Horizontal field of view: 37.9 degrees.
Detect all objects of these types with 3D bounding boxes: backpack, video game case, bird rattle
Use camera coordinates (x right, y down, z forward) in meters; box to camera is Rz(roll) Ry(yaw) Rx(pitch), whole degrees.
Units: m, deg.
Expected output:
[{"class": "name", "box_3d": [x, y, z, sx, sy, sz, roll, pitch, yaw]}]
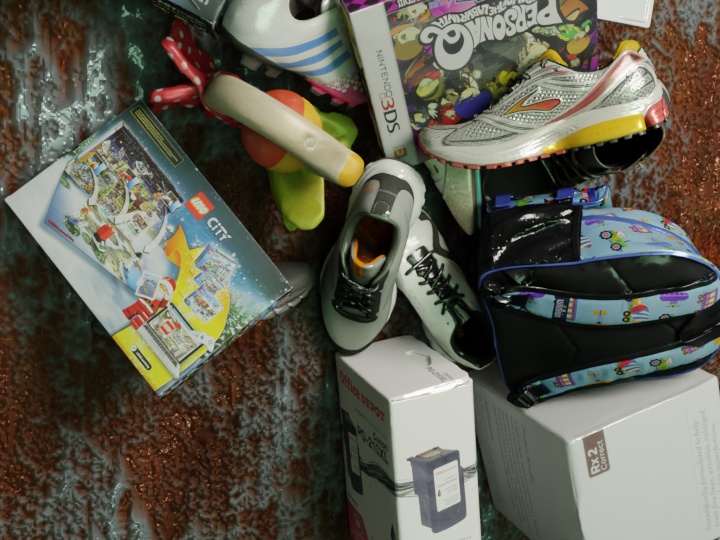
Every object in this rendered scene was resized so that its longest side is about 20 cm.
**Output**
[{"class": "backpack", "box_3d": [0.211, 0.016, 0.916, 0.198, 0.135, 0.183, -8, 133, 15]}, {"class": "video game case", "box_3d": [0.096, -0.179, 0.853, 0.198, 0.036, 0.182, -19, 142, -1]}, {"class": "bird rattle", "box_3d": [-0.073, -0.125, 0.845, 0.200, 0.163, 0.113, 41, 83, -29]}]

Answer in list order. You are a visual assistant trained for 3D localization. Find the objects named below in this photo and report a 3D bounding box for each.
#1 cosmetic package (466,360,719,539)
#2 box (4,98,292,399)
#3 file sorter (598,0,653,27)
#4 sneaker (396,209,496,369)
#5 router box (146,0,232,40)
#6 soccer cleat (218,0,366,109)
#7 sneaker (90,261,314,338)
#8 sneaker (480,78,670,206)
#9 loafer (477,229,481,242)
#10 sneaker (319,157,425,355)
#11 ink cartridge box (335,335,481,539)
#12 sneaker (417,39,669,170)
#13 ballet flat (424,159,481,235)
[{"class": "cosmetic package", "box_3d": [0.228, 0.171, 1.015, 0.164, 0.200, 0.166, -20, 110, -16]}, {"class": "box", "box_3d": [-0.168, -0.018, 0.845, 0.136, 0.038, 0.200, -38, 85, -12]}, {"class": "file sorter", "box_3d": [0.146, -0.296, 0.910, 0.198, 0.124, 0.140, 3, 101, -23]}, {"class": "sneaker", "box_3d": [0.072, 0.011, 0.980, 0.074, 0.080, 0.200, -40, 112, -7]}, {"class": "router box", "box_3d": [-0.132, -0.303, 0.800, 0.149, 0.062, 0.201, 26, 91, -4]}, {"class": "soccer cleat", "box_3d": [-0.028, -0.189, 0.846, 0.087, 0.070, 0.199, -51, 155, 18]}, {"class": "sneaker", "box_3d": [-0.133, 0.004, 0.899, 0.198, 0.076, 0.092, -8, 97, -24]}, {"class": "sneaker", "box_3d": [0.181, -0.104, 0.940, 0.199, 0.106, 0.075, -32, 102, 27]}, {"class": "loafer", "box_3d": [0.205, -0.016, 1.042, 0.199, 0.068, 0.071, 22, 63, -20]}, {"class": "sneaker", "box_3d": [0.000, 0.000, 0.916, 0.073, 0.080, 0.201, 18, 128, 4]}, {"class": "ink cartridge box", "box_3d": [0.043, 0.179, 0.971, 0.084, 0.145, 0.202, -10, 106, -20]}, {"class": "sneaker", "box_3d": [0.142, -0.133, 0.851, 0.198, 0.078, 0.083, -14, 98, 13]}, {"class": "ballet flat", "box_3d": [0.080, -0.133, 0.967, 0.062, 0.067, 0.202, -2, 100, 4]}]
